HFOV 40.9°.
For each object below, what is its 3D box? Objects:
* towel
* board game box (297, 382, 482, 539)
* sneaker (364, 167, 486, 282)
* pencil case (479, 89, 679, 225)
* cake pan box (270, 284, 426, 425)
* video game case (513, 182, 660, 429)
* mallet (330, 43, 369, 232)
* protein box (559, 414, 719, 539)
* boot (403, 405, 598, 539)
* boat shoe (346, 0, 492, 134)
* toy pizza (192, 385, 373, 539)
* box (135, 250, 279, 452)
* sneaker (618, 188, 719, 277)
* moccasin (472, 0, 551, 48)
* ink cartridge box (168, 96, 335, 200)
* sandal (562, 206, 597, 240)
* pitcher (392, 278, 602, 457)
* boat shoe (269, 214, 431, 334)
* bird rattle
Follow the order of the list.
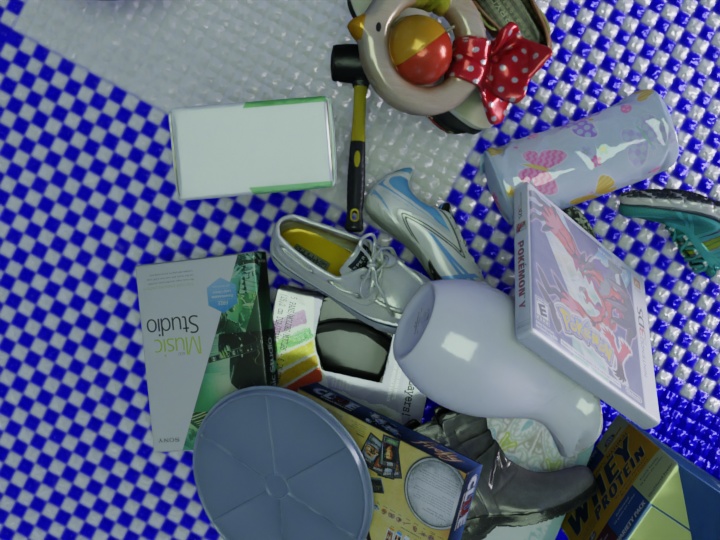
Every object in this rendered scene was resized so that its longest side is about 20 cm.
[{"bbox_3d":[0.143,0.217,1.023,0.170,0.048,0.201,27,82,-9],"label":"towel"},{"bbox_3d":[0.010,0.212,0.946,0.199,0.035,0.137,23,106,30],"label":"board game box"},{"bbox_3d":[0.089,-0.023,1.015,0.072,0.072,0.200,-43,96,-6],"label":"sneaker"},{"bbox_3d":[0.226,-0.118,1.000,0.199,0.083,0.091,-22,75,1],"label":"pencil case"},{"bbox_3d":[-0.019,0.123,1.033,0.183,0.052,0.202,14,95,-3],"label":"cake pan box"},{"bbox_3d":[0.221,0.034,0.941,0.199,0.183,0.023,33,134,-29],"label":"video game case"},{"bbox_3d":[-0.012,-0.141,0.999,0.065,0.041,0.202,10,80,1],"label":"mallet"},{"bbox_3d":[0.327,0.273,0.968,0.198,0.200,0.135,34,93,-2],"label":"protein box"},{"bbox_3d":[0.137,0.190,0.967,0.199,0.070,0.133,-13,85,-17],"label":"boot"},{"bbox_3d":[0.056,-0.213,0.980,0.201,0.063,0.074,41,69,-19],"label":"boat shoe"},{"bbox_3d":[-0.076,0.206,0.950,0.199,0.032,0.202,6,106,22],"label":"toy pizza"},{"bbox_3d":[-0.158,0.087,1.009,0.143,0.036,0.202,-7,91,21],"label":"box"},{"bbox_3d":[0.363,-0.035,1.013,0.199,0.078,0.080,19,103,-1],"label":"sneaker"},{"bbox_3d":[0.127,-0.298,0.989,0.073,0.078,0.202,-31,93,-1],"label":"moccasin"},{"bbox_3d":[-0.095,-0.119,0.942,0.145,0.200,0.085,-5,97,1],"label":"ink cartridge box"},{"bbox_3d":[0.215,0.029,1.027,0.075,0.048,0.202,5,94,0],"label":"sandal"},{"bbox_3d":[0.140,0.068,0.939,0.199,0.121,0.173,25,54,-16],"label":"pitcher"},{"bbox_3d":[0.001,-0.004,0.970,0.201,0.086,0.075,28,68,7],"label":"boat shoe"},{"bbox_3d":[0.075,-0.218,0.925,0.163,0.113,0.201,-36,115,-12],"label":"bird rattle"}]
